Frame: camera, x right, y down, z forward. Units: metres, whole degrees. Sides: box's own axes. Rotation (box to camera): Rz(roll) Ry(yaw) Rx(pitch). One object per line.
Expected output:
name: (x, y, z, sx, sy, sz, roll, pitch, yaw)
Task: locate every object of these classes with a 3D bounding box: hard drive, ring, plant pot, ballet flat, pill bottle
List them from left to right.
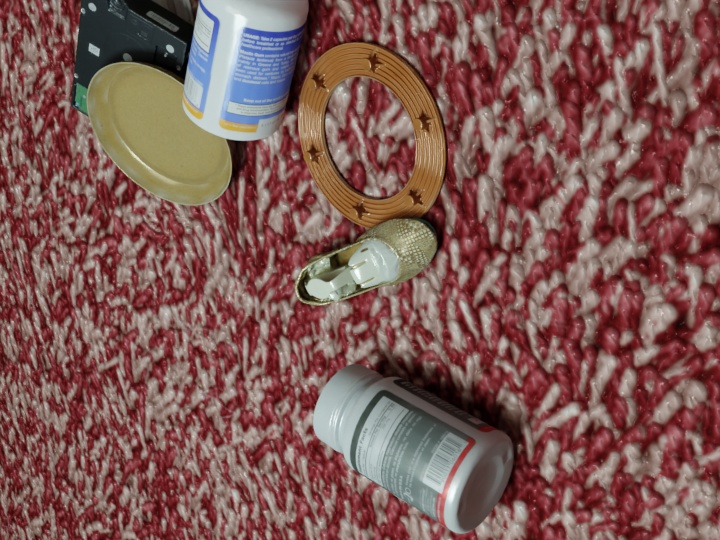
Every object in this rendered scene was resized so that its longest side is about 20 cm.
hard drive: (-0.269, -0.237, 1.256, 0.139, 0.038, 0.200, 31, 140, 4)
plant pot: (-0.232, -0.165, 1.256, 0.199, 0.028, 0.201, 19, 139, 18)
pill bottle: (-0.116, -0.246, 1.102, 0.112, 0.112, 0.201, 38, 130, 24)
ballet flat: (0.000, 0.000, 1.137, 0.200, 0.065, 0.071, -25, 101, 47)
ring: (0.005, -0.136, 1.106, 0.200, 0.019, 0.202, 21, 123, 36)
pill bottle: (0.053, 0.184, 1.139, 0.199, 0.114, 0.115, 26, 125, 34)

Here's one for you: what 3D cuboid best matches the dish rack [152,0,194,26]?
dish rack: (-0.282, -0.355, 1.259, 0.171, 0.043, 0.201, 1, 108, 44)
